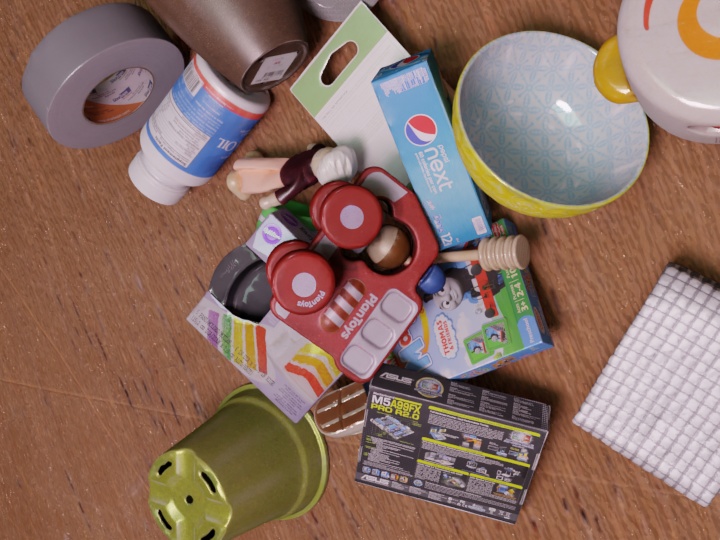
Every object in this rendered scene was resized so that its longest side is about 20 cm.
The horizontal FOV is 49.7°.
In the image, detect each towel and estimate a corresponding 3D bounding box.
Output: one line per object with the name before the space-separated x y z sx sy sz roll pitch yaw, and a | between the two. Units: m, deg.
towel | 0.337 0.113 0.788 0.165 0.086 0.201 31 110 19

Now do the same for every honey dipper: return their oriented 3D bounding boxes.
honey dipper | 0.094 -0.017 0.880 0.199 0.038 0.038 -2 98 39

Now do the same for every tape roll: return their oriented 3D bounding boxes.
tape roll | -0.333 -0.251 1.018 0.200 0.200 0.066 -44 76 27

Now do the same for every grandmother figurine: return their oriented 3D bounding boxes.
grandmother figurine | -0.082 -0.120 0.945 0.199 0.061 0.122 -1 54 45

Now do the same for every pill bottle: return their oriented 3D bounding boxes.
pill bottle | -0.217 -0.182 1.019 0.200 0.112 0.112 -44 77 28

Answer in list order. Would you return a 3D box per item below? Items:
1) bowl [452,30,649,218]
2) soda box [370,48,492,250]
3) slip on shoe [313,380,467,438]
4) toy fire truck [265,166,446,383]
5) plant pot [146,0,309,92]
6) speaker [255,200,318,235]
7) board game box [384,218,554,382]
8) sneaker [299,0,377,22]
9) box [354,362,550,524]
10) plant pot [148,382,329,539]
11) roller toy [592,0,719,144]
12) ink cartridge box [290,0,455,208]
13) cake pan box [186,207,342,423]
bowl | 0.180 -0.131 0.802 0.200 0.200 0.108 52 159 11
soda box | 0.081 -0.129 0.839 0.064 0.068 0.201 -17 112 18
slip on shoe | 0.041 0.160 0.970 0.199 0.061 0.076 -25 64 11
toy fire truck | 0.000 0.000 0.840 0.168 0.112 0.200 37 90 -14
plant pot | -0.150 -0.317 0.915 0.187 0.187 0.200 -36 80 28
speaker | -0.109 0.013 1.008 0.088 0.088 0.201 23 108 23
board game box | 0.106 0.050 0.898 0.200 0.037 0.152 -28 63 30
sneaker | 0.008 -0.369 0.903 0.200 0.074 0.119 -7 59 48
box | 0.100 0.200 0.891 0.199 0.044 0.161 13 124 8
plant pot | -0.171 0.269 1.027 0.199 0.184 0.201 5 100 27
roller toy | 0.330 -0.209 0.703 0.182 0.140 0.200 44 105 19
ink cartridge box | 0.028 -0.192 0.920 0.146 0.048 0.200 -44 77 27
cake pan box | -0.088 0.052 0.940 0.200 0.052 0.184 44 108 4
